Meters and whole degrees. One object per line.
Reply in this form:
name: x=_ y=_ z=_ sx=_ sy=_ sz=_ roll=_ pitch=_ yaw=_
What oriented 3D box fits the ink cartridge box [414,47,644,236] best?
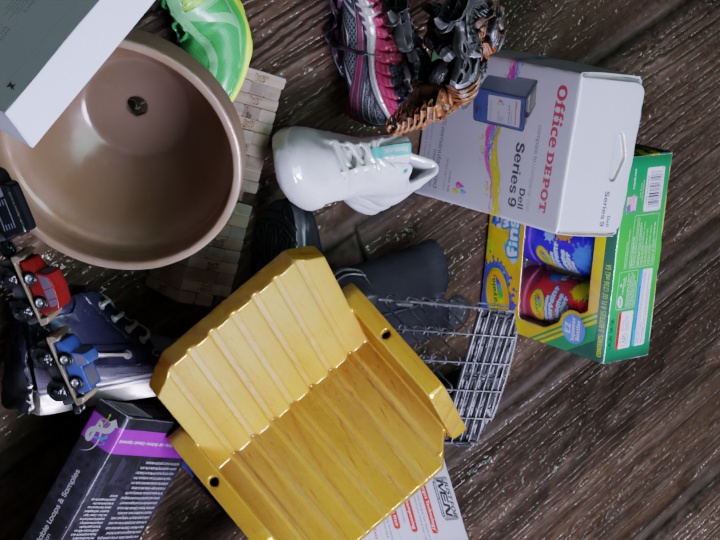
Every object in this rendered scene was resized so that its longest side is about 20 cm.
ink cartridge box: x=0.149 y=-0.122 z=1.594 sx=0.087 sy=0.200 sz=0.146 roll=-2 pitch=105 yaw=-41

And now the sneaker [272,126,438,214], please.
sneaker: x=-0.001 y=-0.095 z=1.511 sx=0.200 sy=0.088 sz=0.076 roll=3 pitch=72 yaw=-62

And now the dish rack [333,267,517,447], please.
dish rack: x=0.047 y=0.085 z=1.576 sx=0.199 sy=0.055 sz=0.154 roll=6 pitch=108 yaw=-34

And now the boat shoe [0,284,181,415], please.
boat shoe: x=-0.199 y=0.055 z=1.429 sx=0.199 sy=0.075 sz=0.093 roll=-11 pitch=104 yaw=-40

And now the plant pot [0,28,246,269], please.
plant pot: x=-0.181 y=-0.108 z=1.352 sx=0.093 sy=0.200 sz=0.201 roll=-75 pitch=152 yaw=-56

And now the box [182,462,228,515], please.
box: x=-0.076 y=0.184 z=1.608 sx=0.121 sy=0.032 sz=0.200 roll=-51 pitch=129 yaw=-17

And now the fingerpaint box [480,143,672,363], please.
fingerpaint box: x=0.204 y=-0.030 z=1.693 sx=0.073 sy=0.167 sz=0.201 roll=-8 pitch=109 yaw=-41

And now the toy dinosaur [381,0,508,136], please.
toy dinosaur: x=0.077 y=-0.184 z=1.491 sx=0.200 sy=0.102 sz=0.136 roll=-82 pitch=162 yaw=-48

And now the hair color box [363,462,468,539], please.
hair color box: x=-0.001 y=0.223 z=1.592 sx=0.199 sy=0.061 sz=0.102 roll=1 pitch=65 yaw=-42

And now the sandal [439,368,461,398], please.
sandal: x=0.055 y=0.121 z=1.680 sx=0.200 sy=0.075 sz=0.045 roll=-27 pitch=114 yaw=-41

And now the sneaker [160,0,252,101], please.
sneaker: x=-0.142 y=-0.225 z=1.396 sx=0.083 sy=0.074 sz=0.201 roll=-20 pitch=107 yaw=-38

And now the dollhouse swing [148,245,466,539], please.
dollhouse swing: x=-0.041 y=0.113 z=1.394 sx=0.200 sy=0.182 sz=0.176 roll=-39 pitch=164 yaw=-9

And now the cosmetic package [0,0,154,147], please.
cosmetic package: x=-0.234 y=-0.203 z=1.263 sx=0.200 sy=0.150 sz=0.052 roll=-53 pitch=148 yaw=-15

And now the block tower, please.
block tower: x=-0.122 y=-0.074 z=1.470 sx=0.054 sy=0.058 sz=0.201 roll=11 pitch=98 yaw=-43

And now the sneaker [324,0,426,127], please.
sneaker: x=0.002 y=-0.222 z=1.525 sx=0.081 sy=0.074 sz=0.201 roll=-21 pitch=104 yaw=-51

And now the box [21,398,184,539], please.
box: x=-0.217 y=0.201 z=1.428 sx=0.201 sy=0.036 sz=0.143 roll=-61 pitch=160 yaw=2

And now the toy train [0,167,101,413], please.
toy train: x=-0.245 y=0.015 z=1.338 sx=0.034 sy=0.046 sz=0.201 roll=-51 pitch=121 yaw=-71

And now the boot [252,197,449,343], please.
boot: x=0.000 y=0.001 z=1.590 sx=0.199 sy=0.066 sz=0.166 roll=-10 pitch=119 yaw=-35
